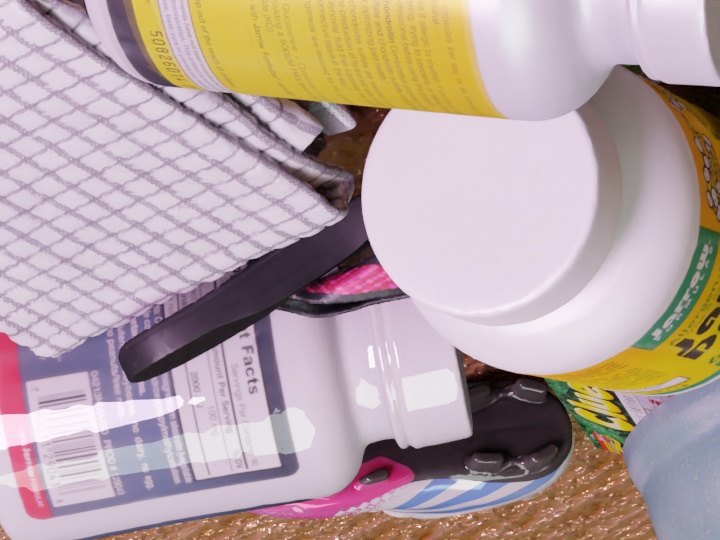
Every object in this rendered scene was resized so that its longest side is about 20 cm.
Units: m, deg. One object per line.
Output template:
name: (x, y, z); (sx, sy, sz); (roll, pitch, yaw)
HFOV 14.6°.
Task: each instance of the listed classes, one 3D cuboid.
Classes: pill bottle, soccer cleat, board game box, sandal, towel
pill bottle: (-0.058, 0.043, 1.184); (0.199, 0.120, 0.120); (-10, 149, 3)
soccer cleat: (0.002, 0.092, 1.328); (0.199, 0.070, 0.086); (0, 155, -10)
board game box: (0.138, 0.059, 1.276); (0.104, 0.024, 0.200); (16, 168, 21)
pill bottle: (0.021, -0.105, 0.869); (0.199, 0.113, 0.112); (7, 155, 22)
pill bottle: (0.077, -0.017, 0.994); (0.112, 0.113, 0.200); (-21, 166, 20)
sandal: (0.000, 0.000, 1.101); (0.199, 0.045, 0.075); (-32, 172, -7)
towel: (-0.117, -0.062, 1.027); (0.165, 0.086, 0.200); (-25, 144, 31)

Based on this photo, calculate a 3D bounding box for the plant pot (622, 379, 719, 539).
plant pot: (0.223, 0.112, 1.175); (0.199, 0.135, 0.200); (-13, 158, -5)

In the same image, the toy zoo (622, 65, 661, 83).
toy zoo: (0.059, -0.105, 1.024); (0.131, 0.021, 0.199); (-24, 153, 38)
